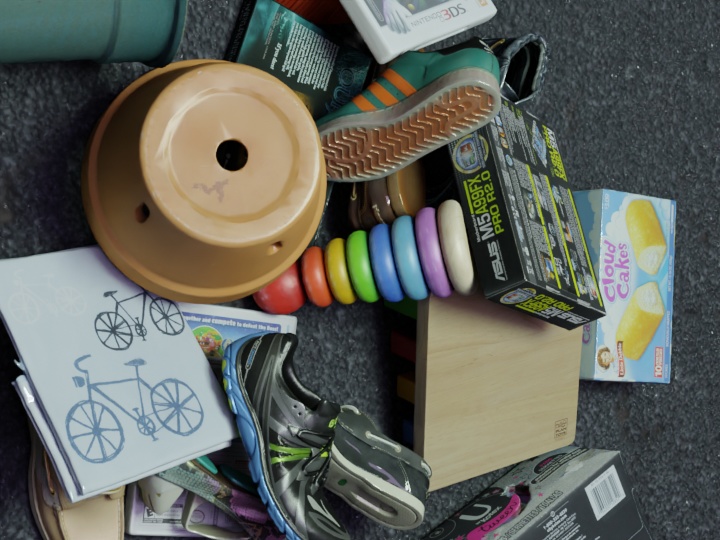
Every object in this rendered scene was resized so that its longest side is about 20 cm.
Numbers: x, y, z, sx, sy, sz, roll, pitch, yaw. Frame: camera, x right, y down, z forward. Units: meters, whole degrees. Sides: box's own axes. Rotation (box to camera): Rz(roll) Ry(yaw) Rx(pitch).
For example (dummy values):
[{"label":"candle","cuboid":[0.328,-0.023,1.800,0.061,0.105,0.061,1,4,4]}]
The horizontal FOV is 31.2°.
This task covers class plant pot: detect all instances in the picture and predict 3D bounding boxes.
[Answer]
[{"label":"plant pot","cuboid":[-0.111,-0.078,1.006,0.200,0.140,0.201,2,83,-17]},{"label":"plant pot","cuboid":[-0.256,-0.237,0.952,0.196,0.200,0.201,-13,97,-26]}]

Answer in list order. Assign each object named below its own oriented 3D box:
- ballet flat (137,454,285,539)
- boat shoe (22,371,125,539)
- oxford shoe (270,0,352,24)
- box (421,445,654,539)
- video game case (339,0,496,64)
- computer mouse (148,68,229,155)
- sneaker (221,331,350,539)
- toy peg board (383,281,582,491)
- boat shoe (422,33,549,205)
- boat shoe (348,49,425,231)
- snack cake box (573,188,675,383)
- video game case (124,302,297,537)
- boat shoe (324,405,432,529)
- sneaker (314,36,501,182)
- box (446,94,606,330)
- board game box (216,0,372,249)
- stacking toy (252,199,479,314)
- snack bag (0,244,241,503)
[{"label":"ballet flat","cuboid":[-0.135,0.182,1.077,0.200,0.069,0.071,38,88,-29]},{"label":"boat shoe","cuboid":[-0.224,0.153,1.028,0.074,0.069,0.201,-15,97,-34]},{"label":"oxford shoe","cuboid":[-0.020,-0.271,1.191,0.200,0.071,0.073,9,63,-38]},{"label":"box","cuboid":[0.176,0.277,1.278,0.200,0.115,0.132,-32,105,-32]},{"label":"video game case","cuboid":[0.023,-0.297,1.177,0.182,0.023,0.200,-31,88,-47]},{"label":"computer mouse","cuboid":[-0.121,-0.089,1.088,0.059,0.034,0.200,-35,88,-15]},{"label":"sneaker","cuboid":[-0.050,0.144,1.057,0.083,0.071,0.200,-20,88,6]},{"label":"toy peg board","cuboid":[0.113,0.086,1.266,0.200,0.098,0.200,-11,111,-34]},{"label":"boat shoe","cuboid":[0.108,-0.152,1.253,0.071,0.091,0.201,39,68,-28]},{"label":"boat shoe","cuboid":[0.022,-0.130,1.202,0.070,0.070,0.200,37,50,-44]},{"label":"snack cake box","cuboid":[0.272,0.019,1.378,0.115,0.067,0.201,5,86,-35]},{"label":"video game case","cuboid":[-0.129,0.131,1.126,0.143,0.018,0.201,10,84,-34]},{"label":"boat shoe","cuboid":[-0.020,0.153,1.149,0.200,0.072,0.068,36,52,-15]},{"label":"sneaker","cuboid":[0.033,-0.141,1.126,0.071,0.200,0.080,51,31,-38]},{"label":"box","cuboid":[0.147,-0.057,1.166,0.160,0.044,0.200,20,53,-53]},{"label":"board game box","cuboid":[-0.073,-0.131,1.164,0.135,0.028,0.200,25,74,-32]},{"label":"stacking toy","cuboid":[0.000,0.000,1.135,0.085,0.200,0.086,-13,90,-79]},{"label":"snack bag","cuboid":[-0.197,0.067,1.006,0.188,0.021,0.200,-15,74,-55]}]
